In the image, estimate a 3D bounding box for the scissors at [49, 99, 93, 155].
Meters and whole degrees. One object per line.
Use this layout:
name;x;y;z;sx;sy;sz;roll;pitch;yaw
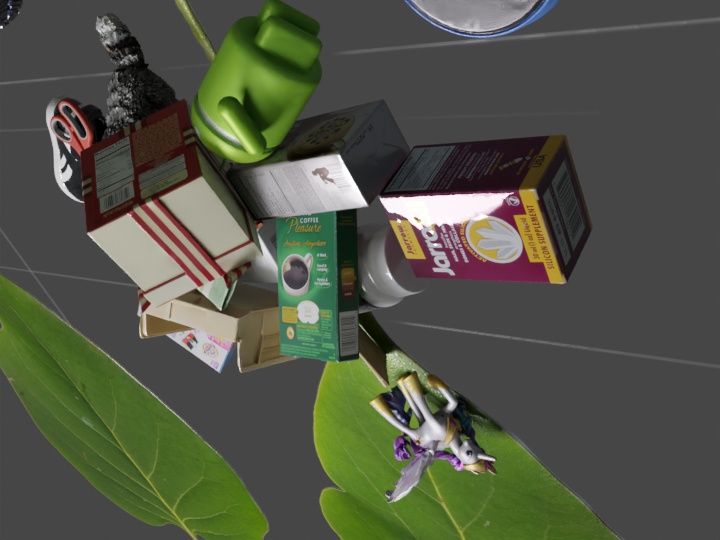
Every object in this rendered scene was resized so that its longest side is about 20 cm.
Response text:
scissors;-0.399;-0.162;1.227;0.073;0.014;0.201;-26;102;34

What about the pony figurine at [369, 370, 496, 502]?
pony figurine;0.108;0.266;1.300;0.200;0.166;0.193;52;136;4

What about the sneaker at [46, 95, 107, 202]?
sneaker;-0.427;-0.172;1.291;0.111;0.073;0.201;23;140;19

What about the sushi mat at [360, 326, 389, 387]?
sushi mat;-0.019;0.086;1.243;0.012;0.096;0.200;-35;109;15

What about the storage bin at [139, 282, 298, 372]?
storage bin;-0.209;0.079;1.284;0.199;0.198;0.094;14;100;28

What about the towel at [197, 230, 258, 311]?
towel;-0.234;-0.060;1.196;0.200;0.023;0.153;37;113;31

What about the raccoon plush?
raccoon plush;-0.340;-0.226;1.109;0.096;0.134;0.200;-8;126;45

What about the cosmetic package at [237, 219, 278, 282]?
cosmetic package;-0.187;-0.040;1.245;0.199;0.071;0.102;0;130;38

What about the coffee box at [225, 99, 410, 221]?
coffee box;-0.055;-0.132;1.004;0.199;0.113;0.080;-3;129;42

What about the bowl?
bowl;0.102;-0.307;0.746;0.200;0.039;0.201;22;142;19

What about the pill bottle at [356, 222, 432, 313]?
pill bottle;0.000;0.000;1.103;0.199;0.114;0.114;-15;121;47

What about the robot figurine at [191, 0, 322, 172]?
robot figurine;-0.122;-0.209;0.944;0.115;0.176;0.200;20;129;-26

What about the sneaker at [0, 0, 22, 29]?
sneaker;-0.517;-0.406;1.123;0.078;0.075;0.200;44;136;4

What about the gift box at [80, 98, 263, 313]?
gift box;-0.241;-0.066;1.042;0.184;0.201;0.187;-22;141;8

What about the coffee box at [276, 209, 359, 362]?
coffee box;-0.055;0.013;1.047;0.123;0.044;0.201;0;93;47

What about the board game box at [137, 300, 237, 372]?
board game box;-0.320;0.092;1.523;0.200;0.040;0.153;35;144;1

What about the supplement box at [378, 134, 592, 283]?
supplement box;0.142;-0.068;0.923;0.199;0.103;0.131;1;132;39
